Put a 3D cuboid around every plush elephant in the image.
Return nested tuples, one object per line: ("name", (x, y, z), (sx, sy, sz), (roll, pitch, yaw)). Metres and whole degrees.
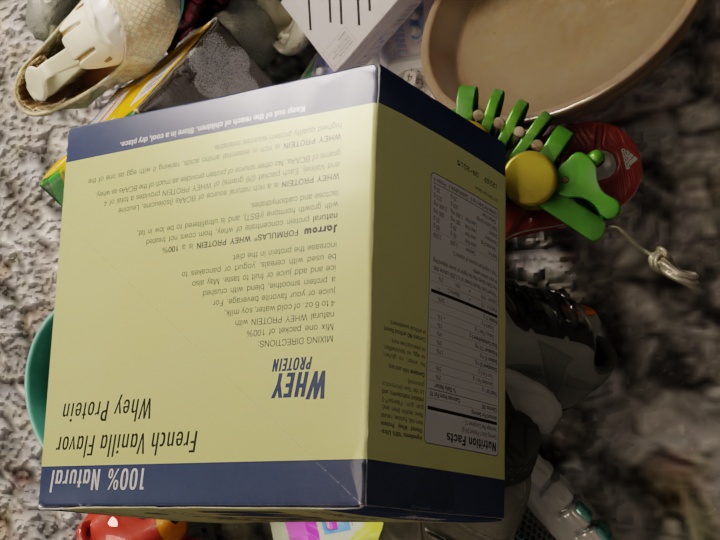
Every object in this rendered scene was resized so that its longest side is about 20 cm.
("plush elephant", (-0.129, -0.199, 0.991), (0.155, 0.200, 0.165), (55, 138, 0))

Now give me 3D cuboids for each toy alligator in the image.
("toy alligator", (0.109, -0.057, 0.729), (0.200, 0.059, 0.054), (27, 95, 9))

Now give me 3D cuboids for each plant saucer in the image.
("plant saucer", (0.128, -0.164, 0.801), (0.200, 0.029, 0.201), (-23, 46, 26))

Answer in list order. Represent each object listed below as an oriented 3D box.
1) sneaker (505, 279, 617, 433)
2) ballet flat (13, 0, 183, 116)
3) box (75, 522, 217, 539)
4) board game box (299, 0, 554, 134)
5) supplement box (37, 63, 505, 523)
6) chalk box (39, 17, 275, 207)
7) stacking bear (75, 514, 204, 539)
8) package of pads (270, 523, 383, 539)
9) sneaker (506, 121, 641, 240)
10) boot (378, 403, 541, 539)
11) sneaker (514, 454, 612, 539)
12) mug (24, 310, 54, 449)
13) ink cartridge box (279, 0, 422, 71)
("sneaker", (0.096, 0.032, 0.777), (0.079, 0.200, 0.074), (-34, 57, 11))
("ballet flat", (-0.187, -0.151, 0.903), (0.200, 0.062, 0.068), (-28, 92, 54))
("box", (-0.237, 0.273, 1.044), (0.200, 0.184, 0.105), (-21, 78, 36))
("board game box", (0.036, -0.124, 0.928), (0.200, 0.026, 0.200), (50, 118, 27))
("supplement box", (-0.041, 0.026, 0.665), (0.199, 0.134, 0.201), (-7, 74, 32))
("chalk box", (-0.096, -0.048, 0.918), (0.124, 0.125, 0.200), (-25, 115, 40))
("stacking bear", (-0.125, 0.243, 0.943), (0.114, 0.121, 0.200), (-32, 99, 34))
("package of pads", (0.015, 0.114, 0.915), (0.200, 0.068, 0.155), (-17, 79, 35))
("sneaker", (0.075, -0.036, 0.823), (0.199, 0.116, 0.079), (-7, 82, 7))
("boot", (0.018, 0.117, 0.761), (0.200, 0.068, 0.131), (30, 128, 39))
("sneaker", (0.067, 0.131, 0.796), (0.091, 0.078, 0.200), (-42, 80, 5))
("mug", (-0.156, 0.092, 1.020), (0.184, 0.114, 0.153), (13, 97, 26))
("ink cartridge box", (0.021, -0.233, 0.867), (0.094, 0.044, 0.200), (53, 129, 8))
